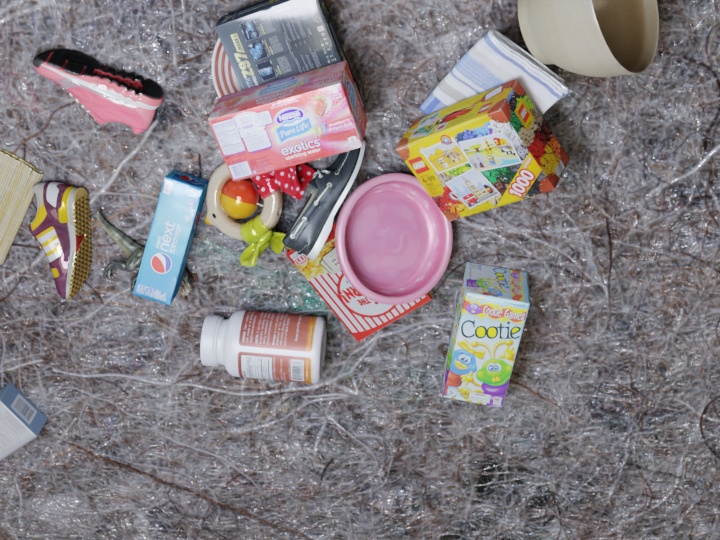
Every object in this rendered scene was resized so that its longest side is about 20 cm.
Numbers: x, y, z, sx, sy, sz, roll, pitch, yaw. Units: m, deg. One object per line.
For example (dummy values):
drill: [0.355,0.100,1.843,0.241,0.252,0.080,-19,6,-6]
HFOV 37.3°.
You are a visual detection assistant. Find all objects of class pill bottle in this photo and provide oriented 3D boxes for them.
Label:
pill bottle: [-0.160,0.124,1.775,0.199,0.112,0.113,5,119,3]

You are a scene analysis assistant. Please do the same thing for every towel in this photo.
towel: [0.190,-0.248,1.542,0.147,0.024,0.200,35,142,-11]

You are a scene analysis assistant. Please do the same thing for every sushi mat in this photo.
sushi mat: [-0.597,-0.106,1.750,0.095,0.012,0.200,29,118,-9]

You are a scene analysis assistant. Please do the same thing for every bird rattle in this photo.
bird rattle: [-0.167,-0.110,1.658,0.162,0.113,0.201,20,115,16]

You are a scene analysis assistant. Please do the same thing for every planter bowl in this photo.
planter bowl: [0.297,-0.351,1.439,0.134,0.200,0.201,-6,121,40]

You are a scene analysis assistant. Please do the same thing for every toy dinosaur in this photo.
toy dinosaur: [-0.372,-0.009,1.764,0.200,0.048,0.088,36,107,-12]

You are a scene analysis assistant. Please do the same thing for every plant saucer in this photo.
plant saucer: [0.046,-0.049,1.647,0.199,0.051,0.202,-2,94,-26]

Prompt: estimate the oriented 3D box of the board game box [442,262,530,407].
board game box: [0.201,0.104,1.731,0.102,0.105,0.201,10,119,1]

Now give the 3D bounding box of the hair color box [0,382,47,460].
hair color box: [-0.682,0.299,1.953,0.200,0.061,0.099,-32,110,20]

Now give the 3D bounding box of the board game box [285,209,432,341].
board game box: [0.000,0.000,1.727,0.151,0.046,0.200,-32,111,21]

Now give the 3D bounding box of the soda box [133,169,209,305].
soda box: [-0.300,-0.052,1.693,0.064,0.068,0.201,18,105,-3]

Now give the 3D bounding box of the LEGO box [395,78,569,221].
LEGO box: [0.177,-0.170,1.552,0.199,0.077,0.149,-16,121,44]

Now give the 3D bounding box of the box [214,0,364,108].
box: [-0.100,-0.294,1.549,0.157,0.051,0.201,-16,117,14]

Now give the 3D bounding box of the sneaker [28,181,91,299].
sneaker: [-0.494,-0.050,1.743,0.090,0.075,0.201,12,113,8]

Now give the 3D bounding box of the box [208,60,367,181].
box: [-0.101,-0.213,1.512,0.199,0.095,0.103,-14,119,14]

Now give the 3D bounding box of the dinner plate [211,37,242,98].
dinner plate: [-0.122,-0.297,1.592,0.199,0.024,0.201,3,118,5]

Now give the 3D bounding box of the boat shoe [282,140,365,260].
boat shoe: [-0.054,-0.117,1.616,0.060,0.076,0.201,25,81,-11]

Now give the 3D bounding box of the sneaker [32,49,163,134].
sneaker: [-0.403,-0.264,1.610,0.199,0.074,0.087,21,120,-6]
